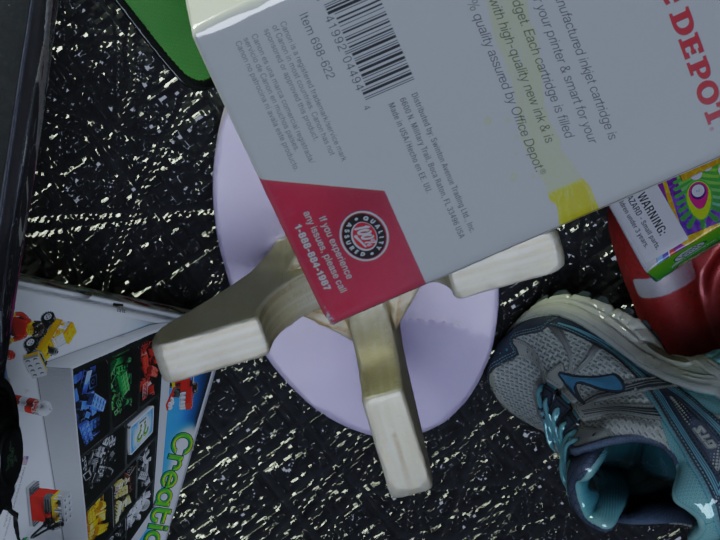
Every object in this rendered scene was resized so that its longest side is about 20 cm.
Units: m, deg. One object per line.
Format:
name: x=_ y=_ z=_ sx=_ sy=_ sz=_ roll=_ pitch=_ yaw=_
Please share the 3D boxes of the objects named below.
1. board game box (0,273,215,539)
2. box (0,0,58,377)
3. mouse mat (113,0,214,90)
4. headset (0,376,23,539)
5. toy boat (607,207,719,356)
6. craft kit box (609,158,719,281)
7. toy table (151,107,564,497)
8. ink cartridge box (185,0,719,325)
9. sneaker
board game box: x=-0.147 y=0.106 z=1.151 sx=0.126 sy=0.035 sz=0.201 roll=14 pitch=96 yaw=-34
box: x=-0.190 y=-0.068 z=1.038 sx=0.114 sy=0.132 sz=0.201 roll=7 pitch=68 yaw=-3
mouse mat: x=-0.086 y=-0.194 z=1.044 sx=0.200 sy=0.161 sz=0.008 roll=51 pitch=145 yaw=-17
headset: x=-0.192 y=0.094 z=1.039 sx=0.123 sy=0.094 sz=0.200 roll=-14 pitch=139 yaw=37
toy boat: x=0.192 y=0.015 z=1.119 sx=0.130 sy=0.131 sz=0.201 roll=-21 pitch=109 yaw=7
craft kit box: x=0.160 y=-0.131 z=1.062 sx=0.197 sy=0.049 sz=0.201 roll=-31 pitch=77 yaw=8
toy table: x=0.000 y=0.000 z=1.121 sx=0.183 sy=0.117 sz=0.201 roll=-27 pitch=108 yaw=9
ink cartridge box: x=0.047 y=-0.091 z=0.976 sx=0.199 sy=0.084 sz=0.146 roll=-22 pitch=120 yaw=3
sneaker: x=0.112 y=0.069 z=1.109 sx=0.086 sy=0.200 sz=0.078 roll=-40 pitch=118 yaw=-23
